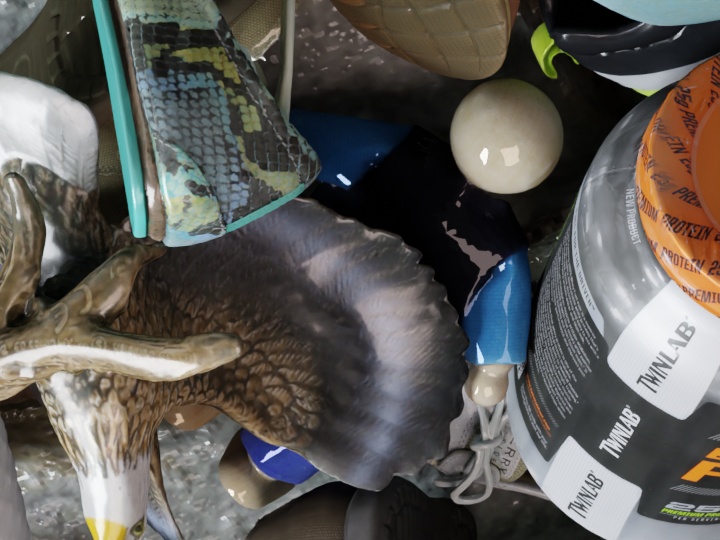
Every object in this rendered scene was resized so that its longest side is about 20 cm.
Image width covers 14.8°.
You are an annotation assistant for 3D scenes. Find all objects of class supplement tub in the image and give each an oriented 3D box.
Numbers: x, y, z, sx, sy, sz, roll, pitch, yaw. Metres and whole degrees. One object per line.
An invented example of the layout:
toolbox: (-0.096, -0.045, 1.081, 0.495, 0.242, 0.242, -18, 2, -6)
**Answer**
supplement tub: (0.124, 0.011, 0.952, 0.122, 0.123, 0.200, -1, 156, -8)

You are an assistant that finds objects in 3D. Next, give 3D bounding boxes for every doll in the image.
doll: (0.000, 0.000, 0.994, 0.137, 0.048, 0.200, 49, 126, 4)

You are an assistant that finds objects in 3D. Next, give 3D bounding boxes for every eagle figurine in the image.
eagle figurine: (-0.073, 0.030, 0.918, 0.152, 0.151, 0.200, -60, 158, 11)

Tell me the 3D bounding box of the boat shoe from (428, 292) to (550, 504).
boat shoe: (0.084, 0.062, 1.075, 0.201, 0.065, 0.075, 15, 128, -20)

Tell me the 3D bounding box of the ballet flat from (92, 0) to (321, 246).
ballet flat: (-0.057, -0.104, 0.833, 0.074, 0.201, 0.074, -14, 166, -4)

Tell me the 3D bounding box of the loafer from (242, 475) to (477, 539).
loafer: (0.001, 0.118, 1.087, 0.071, 0.074, 0.200, 1, 161, 13)

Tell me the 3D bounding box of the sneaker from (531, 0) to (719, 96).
sneaker: (0.126, -0.127, 0.895, 0.082, 0.072, 0.200, 9, 132, -35)

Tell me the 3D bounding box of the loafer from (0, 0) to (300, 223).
loafer: (-0.076, -0.063, 0.932, 0.067, 0.077, 0.200, 17, 144, -35)

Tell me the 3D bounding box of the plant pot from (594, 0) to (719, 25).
plant pot: (0.098, -0.149, 0.784, 0.199, 0.201, 0.135, 26, 119, -28)

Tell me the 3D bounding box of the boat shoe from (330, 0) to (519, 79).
boat shoe: (0.020, -0.133, 0.881, 0.072, 0.068, 0.200, 17, 156, 22)

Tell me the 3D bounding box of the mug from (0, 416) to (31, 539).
mug: (-0.190, 0.076, 0.958, 0.147, 0.200, 0.176, -16, 126, -12)
